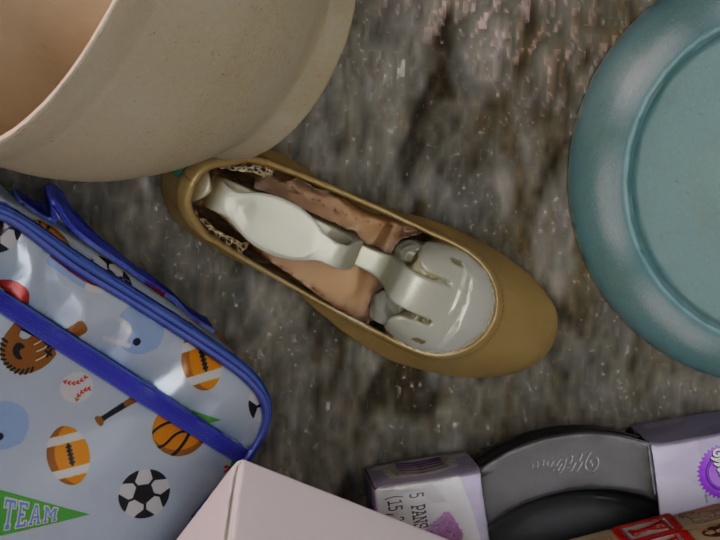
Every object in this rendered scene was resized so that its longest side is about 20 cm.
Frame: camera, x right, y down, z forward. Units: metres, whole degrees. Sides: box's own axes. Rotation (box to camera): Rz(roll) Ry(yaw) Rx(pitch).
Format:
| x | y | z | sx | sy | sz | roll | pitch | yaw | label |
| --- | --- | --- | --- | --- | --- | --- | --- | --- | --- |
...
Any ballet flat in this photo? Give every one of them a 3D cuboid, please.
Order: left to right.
| x | y | z | sx | sy | sz | roll | pitch | yaw | label |
| --- | --- | --- | --- | --- | --- | --- | --- | --- | --- |
| 0.000 | 0.000 | 1.206 | 0.200 | 0.063 | 0.069 | 24 | 96 | -9 | ballet flat |

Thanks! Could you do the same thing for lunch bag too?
| x | y | z | sx | sy | sz | roll | pitch | yaw | label |
| --- | --- | --- | --- | --- | --- | --- | --- | --- | --- |
| -0.147 | 0.053 | 1.173 | 0.200 | 0.076 | 0.160 | 36 | 97 | -27 | lunch bag |

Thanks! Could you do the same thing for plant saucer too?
| x | y | z | sx | sy | sz | roll | pitch | yaw | label |
| --- | --- | --- | --- | --- | --- | --- | --- | --- | --- |
| 0.197 | -0.044 | 1.238 | 0.200 | 0.027 | 0.201 | -1 | 98 | -5 | plant saucer |

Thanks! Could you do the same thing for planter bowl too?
| x | y | z | sx | sy | sz | roll | pitch | yaw | label |
| --- | --- | --- | --- | --- | --- | --- | --- | --- | --- |
| -0.087 | -0.122 | 1.129 | 0.135 | 0.200 | 0.201 | 22 | 96 | -34 | planter bowl |

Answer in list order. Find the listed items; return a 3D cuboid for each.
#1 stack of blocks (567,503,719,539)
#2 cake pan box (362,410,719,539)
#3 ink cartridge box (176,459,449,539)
| x | y | z | sx | sy | sz | roll | pitch | yaw | label |
| --- | --- | --- | --- | --- | --- | --- | --- | --- | --- |
| 0.139 | 0.217 | 1.204 | 0.115 | 0.059 | 0.200 | -13 | 100 | -4 | stack of blocks |
| 0.103 | 0.169 | 1.248 | 0.184 | 0.052 | 0.201 | -8 | 99 | -7 | cake pan box |
| -0.035 | 0.189 | 1.161 | 0.144 | 0.084 | 0.200 | 22 | 133 | -17 | ink cartridge box |
